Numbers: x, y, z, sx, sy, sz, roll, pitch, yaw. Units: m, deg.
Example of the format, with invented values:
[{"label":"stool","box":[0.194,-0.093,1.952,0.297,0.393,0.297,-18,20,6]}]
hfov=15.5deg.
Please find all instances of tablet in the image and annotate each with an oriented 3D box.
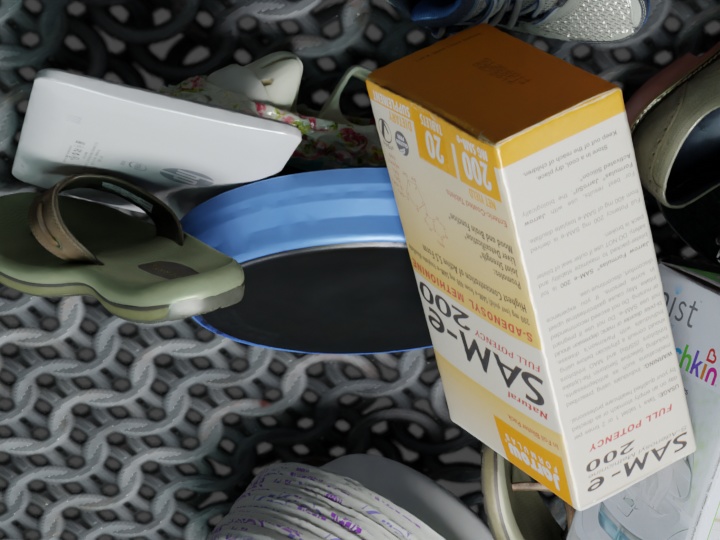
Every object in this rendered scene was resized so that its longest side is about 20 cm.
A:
[{"label":"tablet","box":[-0.107,-0.057,1.339,0.130,0.014,0.200,13,167,-8]}]

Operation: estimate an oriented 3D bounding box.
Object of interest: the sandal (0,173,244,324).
[{"label":"sandal","box":[-0.127,-0.020,1.347,0.080,0.201,0.057,-26,115,-34]}]

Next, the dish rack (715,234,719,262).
[{"label":"dish rack","box":[0.252,-0.078,1.299,0.055,0.200,0.153,35,133,18]}]

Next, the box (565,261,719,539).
[{"label":"box","box":[0.225,0.103,1.355,0.200,0.097,0.177,10,101,-35]}]

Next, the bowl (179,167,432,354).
[{"label":"bowl","box":[0.000,0.000,1.401,0.200,0.039,0.201,-2,161,-1]}]

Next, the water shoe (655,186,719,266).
[{"label":"water shoe","box":[0.258,-0.031,1.433,0.200,0.079,0.072,18,129,14]}]

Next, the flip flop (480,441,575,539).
[{"label":"flip flop","box":[0.126,0.165,1.529,0.058,0.081,0.200,-27,106,18]}]

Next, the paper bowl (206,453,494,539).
[{"label":"paper bowl","box":[0.014,0.186,1.547,0.201,0.104,0.201,32,154,17]}]

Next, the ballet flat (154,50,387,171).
[{"label":"ballet flat","box":[-0.023,-0.079,1.380,0.200,0.076,0.064,12,99,-15]}]

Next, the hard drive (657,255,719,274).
[{"label":"hard drive","box":[0.193,0.045,1.456,0.200,0.038,0.140,16,153,-35]}]

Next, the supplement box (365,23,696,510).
[{"label":"supplement box","box":[0.081,-0.003,1.266,0.073,0.126,0.200,-26,119,-19]}]

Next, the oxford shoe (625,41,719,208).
[{"label":"oxford shoe","box":[0.221,-0.104,1.352,0.071,0.074,0.200,35,111,-28]}]

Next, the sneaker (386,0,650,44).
[{"label":"sneaker","box":[0.053,-0.144,1.305,0.200,0.085,0.077,17,128,-19]}]
